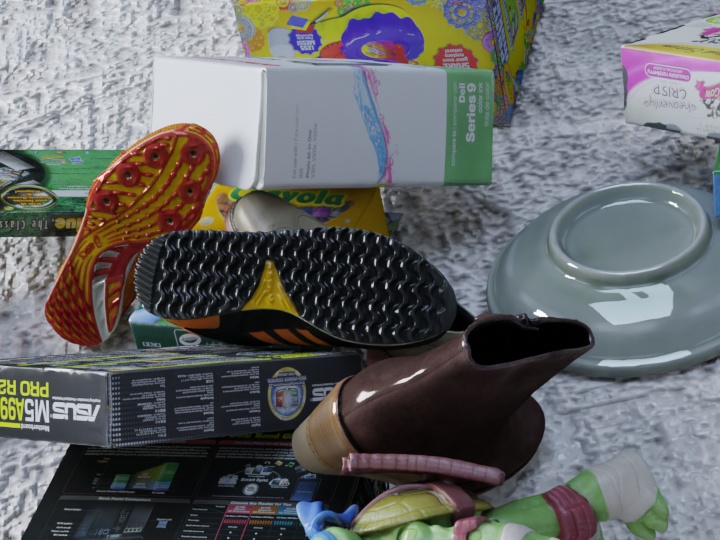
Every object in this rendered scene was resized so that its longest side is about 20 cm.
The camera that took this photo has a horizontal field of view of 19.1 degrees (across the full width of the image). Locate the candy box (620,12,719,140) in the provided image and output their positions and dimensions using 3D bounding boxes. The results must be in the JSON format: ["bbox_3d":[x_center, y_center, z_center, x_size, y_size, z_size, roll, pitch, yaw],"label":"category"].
[{"bbox_3d":[0.299,-0.146,1.512,0.200,0.061,0.136,-22,25,-38],"label":"candy box"}]

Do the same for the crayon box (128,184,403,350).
[{"bbox_3d":[-0.062,-0.004,1.486,0.125,0.052,0.200,4,38,21],"label":"crayon box"}]

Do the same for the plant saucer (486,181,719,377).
[{"bbox_3d":[0.180,-0.010,1.424,0.199,0.050,0.200,-9,35,6],"label":"plant saucer"}]

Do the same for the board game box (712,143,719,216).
[{"bbox_3d":[0.342,-0.076,1.442,0.199,0.037,0.151,-1,18,13],"label":"board game box"}]

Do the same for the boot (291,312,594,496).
[{"bbox_3d":[0.077,0.074,1.212,0.200,0.073,0.166,0,-22,-44],"label":"boot"}]

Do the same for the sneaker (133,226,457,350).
[{"bbox_3d":[-0.036,0.015,1.333,0.199,0.090,0.070,5,78,9],"label":"sneaker"}]

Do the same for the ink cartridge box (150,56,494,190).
[{"bbox_3d":[-0.027,-0.103,1.489,0.199,0.088,0.145,-5,10,-36],"label":"ink cartridge box"}]

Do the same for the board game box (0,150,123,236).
[{"bbox_3d":[-0.244,-0.057,1.564,0.199,0.024,0.105,0,27,-15],"label":"board game box"}]

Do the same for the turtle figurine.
[{"bbox_3d":[0.075,0.179,1.139,0.193,0.144,0.200,-16,40,-32],"label":"turtle figurine"}]

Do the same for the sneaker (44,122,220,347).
[{"bbox_3d":[-0.156,-0.035,1.452,0.073,0.200,0.077,34,36,-10],"label":"sneaker"}]

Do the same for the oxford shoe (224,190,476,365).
[{"bbox_3d":[0.000,0.000,1.379,0.200,0.075,0.070,36,45,14],"label":"oxford shoe"}]

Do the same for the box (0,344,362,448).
[{"bbox_3d":[-0.123,0.073,1.289,0.160,0.044,0.200,1,3,45],"label":"box"}]

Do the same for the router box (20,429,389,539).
[{"bbox_3d":[-0.095,0.162,1.258,0.199,0.062,0.150,0,37,17],"label":"router box"}]

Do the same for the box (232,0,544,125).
[{"bbox_3d":[0.028,-0.211,1.685,0.199,0.122,0.193,-1,38,15],"label":"box"}]
